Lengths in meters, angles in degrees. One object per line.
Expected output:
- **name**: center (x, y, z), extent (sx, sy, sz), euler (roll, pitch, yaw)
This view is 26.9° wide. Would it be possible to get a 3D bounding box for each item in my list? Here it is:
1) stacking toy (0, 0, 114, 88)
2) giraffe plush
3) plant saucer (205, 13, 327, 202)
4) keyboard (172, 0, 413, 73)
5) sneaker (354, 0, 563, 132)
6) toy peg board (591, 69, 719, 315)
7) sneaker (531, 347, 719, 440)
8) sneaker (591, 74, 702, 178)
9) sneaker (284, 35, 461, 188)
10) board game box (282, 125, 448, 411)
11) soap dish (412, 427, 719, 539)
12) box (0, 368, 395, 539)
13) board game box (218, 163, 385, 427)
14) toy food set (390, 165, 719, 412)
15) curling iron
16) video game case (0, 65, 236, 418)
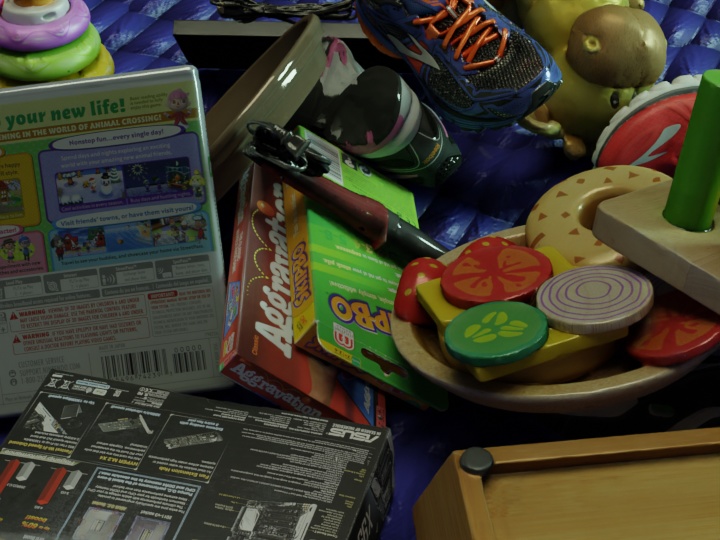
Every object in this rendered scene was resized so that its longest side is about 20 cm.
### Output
- **stacking toy**: center (-0.210, -0.147, 0.998), extent (0.109, 0.201, 0.116), euler (0, 38, 2)
- **giraffe plush**: center (0.152, -0.161, 1.043), extent (0.171, 0.201, 0.163), euler (-12, 56, -1)
- **plant saucer**: center (-0.088, -0.080, 0.954), extent (0.029, 0.200, 0.201), euler (43, 40, -12)
- **keyboard**: center (-0.040, -0.174, 1.103), extent (0.198, 0.127, 0.021), euler (1, 77, 5)
- **sneaker**: center (0.051, -0.157, 0.967), extent (0.075, 0.079, 0.200), euler (-42, 50, -9)
- **toy peg board**: center (0.262, -0.037, 0.763), extent (0.199, 0.098, 0.199), euler (-18, 39, -38)
- **sneaker**: center (0.198, 0.044, 0.832), extent (0.199, 0.076, 0.116), euler (8, 41, 17)
- **sneaker**: center (0.254, -0.079, 0.993), extent (0.198, 0.077, 0.085), euler (-7, 43, -5)
- **sneaker**: center (0.003, -0.096, 1.036), extent (0.081, 0.086, 0.200), euler (-51, 28, 4)
- **board game box**: center (0.000, 0.000, 0.891), extent (0.095, 0.030, 0.201), euler (29, 30, -27)
- **soap dish**: center (0.132, 0.147, 0.699), extent (0.198, 0.082, 0.158), euler (-4, 38, -4)
- **box**: center (-0.097, 0.132, 0.756), extent (0.198, 0.050, 0.158), euler (8, 39, 14)
- **board game box**: center (-0.031, 0.012, 0.883), extent (0.103, 0.019, 0.201), euler (31, 32, -22)
- **toy food set**: center (0.114, 0.011, 0.813), extent (0.198, 0.049, 0.198), euler (-16, 28, -11)
- **curling iron**: center (0.011, -0.027, 0.883), extent (0.026, 0.199, 0.049), euler (-59, 27, -7)
- **video game case**: center (-0.178, -0.012, 0.847), extent (0.198, 0.184, 0.022), euler (-7, 5, 0)
